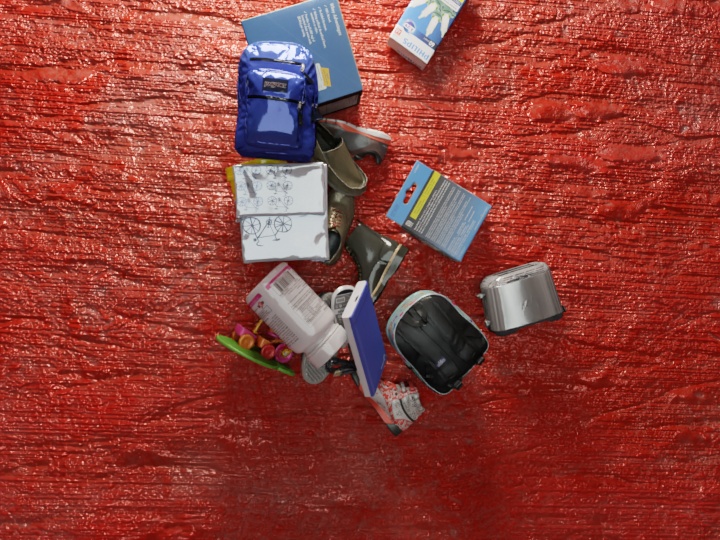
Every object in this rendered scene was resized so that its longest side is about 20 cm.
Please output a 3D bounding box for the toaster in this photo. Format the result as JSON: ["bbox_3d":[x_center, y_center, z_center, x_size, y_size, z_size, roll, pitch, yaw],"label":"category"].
[{"bbox_3d":[0.367,0.060,1.189,0.197,0.114,0.131,-16,93,-1],"label":"toaster"}]

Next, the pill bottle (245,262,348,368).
[{"bbox_3d":[-0.124,0.092,1.052,0.113,0.113,0.200,-44,93,0],"label":"pill bottle"}]

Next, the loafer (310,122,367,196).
[{"bbox_3d":[-0.057,-0.239,1.113,0.200,0.069,0.076,40,55,-17],"label":"loafer"}]

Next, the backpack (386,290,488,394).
[{"bbox_3d":[0.159,0.145,1.161,0.178,0.151,0.200,-46,103,-2],"label":"backpack"}]

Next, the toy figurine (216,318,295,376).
[{"bbox_3d":[-0.186,0.110,1.157,0.199,0.150,0.186,31,82,-28],"label":"toy figurine"}]

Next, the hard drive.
[{"bbox_3d":[0.012,0.143,1.102,0.025,0.132,0.202,-4,119,19],"label":"hard drive"}]

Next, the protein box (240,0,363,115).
[{"bbox_3d":[-0.118,-0.431,1.102,0.198,0.135,0.201,-18,96,-2],"label":"protein box"}]

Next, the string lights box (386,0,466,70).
[{"bbox_3d":[0.153,-0.560,1.150,0.102,0.059,0.201,32,92,-7],"label":"string lights box"}]

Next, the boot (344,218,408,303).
[{"bbox_3d":[0.000,0.000,1.188,0.138,0.077,0.201,33,89,6],"label":"boot"}]

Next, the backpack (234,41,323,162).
[{"bbox_3d":[-0.147,-0.313,0.963,0.160,0.168,0.203,4,94,-12],"label":"backpack"}]

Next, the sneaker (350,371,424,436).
[{"bbox_3d":[0.065,0.272,1.208,0.107,0.067,0.202,-37,100,-2],"label":"sneaker"}]

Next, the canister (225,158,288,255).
[{"bbox_3d":[-0.203,-0.130,1.120,0.147,0.086,0.203,-5,101,40],"label":"canister"}]

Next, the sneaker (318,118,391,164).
[{"bbox_3d":[-0.033,-0.281,1.153,0.197,0.077,0.083,13,100,-4],"label":"sneaker"}]

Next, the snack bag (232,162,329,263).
[{"bbox_3d":[-0.156,-0.112,1.049,0.186,0.021,0.203,-2,100,-9],"label":"snack bag"}]

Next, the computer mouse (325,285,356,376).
[{"bbox_3d":[-0.032,0.127,1.140,0.108,0.044,0.203,-9,103,-26],"label":"computer mouse"}]

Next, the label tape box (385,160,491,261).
[{"bbox_3d":[0.171,-0.132,1.183,0.199,0.063,0.145,30,92,-6],"label":"label tape box"}]

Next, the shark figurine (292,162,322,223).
[{"bbox_3d":[-0.117,-0.176,1.166,0.089,0.128,0.217,0,68,-33],"label":"shark figurine"}]

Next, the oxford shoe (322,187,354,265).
[{"bbox_3d":[-0.050,-0.108,1.163,0.069,0.075,0.203,9,93,-3],"label":"oxford shoe"}]

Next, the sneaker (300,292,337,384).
[{"bbox_3d":[-0.091,0.148,1.173,0.078,0.079,0.203,19,83,-27],"label":"sneaker"}]
